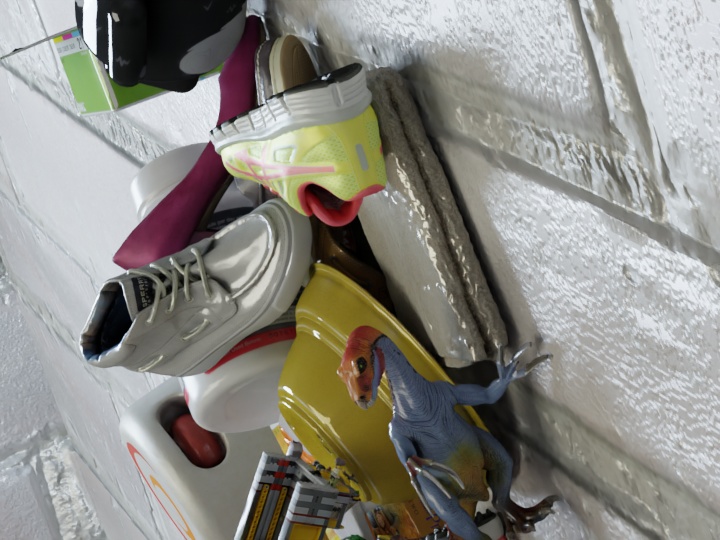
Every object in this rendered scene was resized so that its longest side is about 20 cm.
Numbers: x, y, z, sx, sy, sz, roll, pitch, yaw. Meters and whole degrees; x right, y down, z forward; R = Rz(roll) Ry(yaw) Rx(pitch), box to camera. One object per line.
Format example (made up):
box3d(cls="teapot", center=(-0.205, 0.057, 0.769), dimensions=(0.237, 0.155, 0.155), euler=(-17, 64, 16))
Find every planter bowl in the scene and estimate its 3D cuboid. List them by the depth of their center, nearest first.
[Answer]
box3d(cls="planter bowl", center=(0.003, 0.097, 1.617), dimensions=(0.200, 0.083, 0.200), euler=(46, 168, 12))

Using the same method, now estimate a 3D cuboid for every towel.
box3d(cls="towel", center=(0.034, -0.032, 1.525), dimensions=(0.200, 0.034, 0.133), euler=(69, 164, -4))

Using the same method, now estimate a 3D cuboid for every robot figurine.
box3d(cls="robot figurine", center=(-0.139, -0.212, 1.662), dimensions=(0.150, 0.125, 0.200), euler=(61, 159, 29))

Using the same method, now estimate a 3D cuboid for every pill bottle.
box3d(cls="pill bottle", center=(-0.101, 0.009, 1.804), dimensions=(0.120, 0.120, 0.200), euler=(97, 153, -63))

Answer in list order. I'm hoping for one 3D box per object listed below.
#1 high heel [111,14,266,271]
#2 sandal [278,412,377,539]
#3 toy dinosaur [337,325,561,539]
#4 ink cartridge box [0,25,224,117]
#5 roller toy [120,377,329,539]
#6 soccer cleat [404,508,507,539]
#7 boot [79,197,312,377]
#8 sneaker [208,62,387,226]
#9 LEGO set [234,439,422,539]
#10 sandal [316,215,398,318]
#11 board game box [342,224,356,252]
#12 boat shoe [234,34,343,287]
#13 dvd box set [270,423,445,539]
box3d(cls="high heel", center=(-0.120, -0.089, 1.724), dimensions=(0.067, 0.096, 0.200), euler=(50, -131, -84))
box3d(cls="sandal", center=(-0.006, 0.147, 1.777), dimensions=(0.079, 0.059, 0.207), euler=(44, 165, 30))
box3d(cls="toy dinosaur", center=(0.038, 0.113, 1.484), dimensions=(0.181, 0.105, 0.200), euler=(47, 146, -9))
box3d(cls="ink cartridge box", center=(-0.221, -0.156, 1.901), dimensions=(0.076, 0.200, 0.148), euler=(69, 166, -8))
box3d(cls="roller toy", center=(-0.107, 0.165, 2.083), dimensions=(0.183, 0.140, 0.200), euler=(59, 168, -14))
box3d(cls="soccer cleat", center=(0.044, 0.229, 1.728), dimensions=(0.200, 0.068, 0.073), euler=(-28, 87, 52))
box3d(cls="boot", center=(-0.118, 0.016, 1.650), dimensions=(0.200, 0.096, 0.074), euler=(-47, 53, 43))
box3d(cls="sneaker", center=(-0.036, -0.067, 1.504), dimensions=(0.090, 0.078, 0.200), euler=(67, 164, -3))
box3d(cls="LEGO set", center=(0.007, 0.186, 1.535), dimensions=(0.200, 0.154, 0.116), euler=(41, 115, 63))
box3d(cls="sandal", center=(0.000, 0.000, 1.645), dimensions=(0.082, 0.055, 0.200), euler=(44, 154, 58))
box3d(cls="board game box", center=(-0.042, -0.022, 1.834), dimensions=(0.200, 0.019, 0.103), euler=(41, 152, 59))
box3d(cls="boat shoe", center=(-0.057, -0.072, 1.668), dimensions=(0.072, 0.065, 0.200), euler=(-67, -26, -49))
box3d(cls="dvd box set", center=(0.007, 0.178, 1.859), dimensions=(0.200, 0.029, 0.146), euler=(62, 150, 7))
